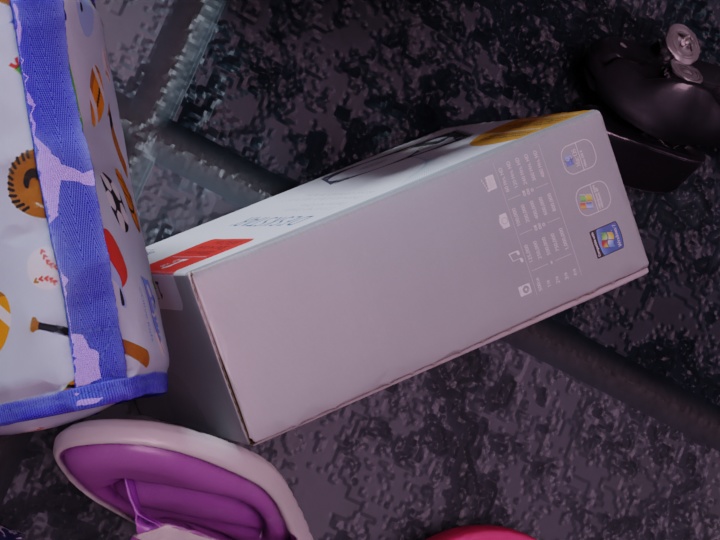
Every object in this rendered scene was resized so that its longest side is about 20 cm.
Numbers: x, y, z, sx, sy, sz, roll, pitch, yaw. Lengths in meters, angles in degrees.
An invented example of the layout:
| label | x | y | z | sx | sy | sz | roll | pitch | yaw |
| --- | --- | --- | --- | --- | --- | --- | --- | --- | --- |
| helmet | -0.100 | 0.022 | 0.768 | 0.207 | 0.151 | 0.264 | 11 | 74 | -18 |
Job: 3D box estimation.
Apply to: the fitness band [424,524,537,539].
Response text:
| label | x | y | z | sx | sy | sz | roll | pitch | yaw |
| --- | --- | --- | --- | --- | --- | --- | --- | --- | --- |
| fitness band | 0.046 | 0.224 | 0.933 | 0.143 | 0.037 | 0.201 | 18 | 85 | -23 |

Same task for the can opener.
| label | x | y | z | sx | sy | sz | roll | pitch | yaw |
| --- | --- | --- | --- | --- | --- | --- | --- | --- | --- |
| can opener | 0.198 | -0.079 | 0.989 | 0.199 | 0.079 | 0.064 | 7 | 49 | -26 |

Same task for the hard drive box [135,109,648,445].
| label | x | y | z | sx | sy | sz | roll | pitch | yaw |
| --- | --- | --- | --- | --- | --- | --- | --- | --- | --- |
| hard drive box | 0.000 | 0.000 | 0.845 | 0.199 | 0.156 | 0.077 | -23 | 100 | -22 |

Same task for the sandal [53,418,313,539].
| label | x | y | z | sx | sy | sz | roll | pitch | yaw |
| --- | --- | --- | --- | --- | --- | --- | --- | --- | --- |
| sandal | -0.063 | 0.117 | 0.812 | 0.203 | 0.082 | 0.050 | 51 | 35 | -56 |

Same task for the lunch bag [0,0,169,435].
| label | x | y | z | sx | sy | sz | roll | pitch | yaw |
| --- | --- | --- | --- | --- | --- | --- | --- | --- | --- |
| lunch bag | -0.143 | -0.021 | 0.748 | 0.123 | 0.200 | 0.171 | -10 | 88 | -23 |

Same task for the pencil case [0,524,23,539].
| label | x | y | z | sx | sy | sz | roll | pitch | yaw |
| --- | --- | --- | --- | --- | --- | --- | --- | --- | --- |
| pencil case | -0.173 | 0.206 | 0.774 | 0.082 | 0.087 | 0.201 | 25 | 57 | -13 |
